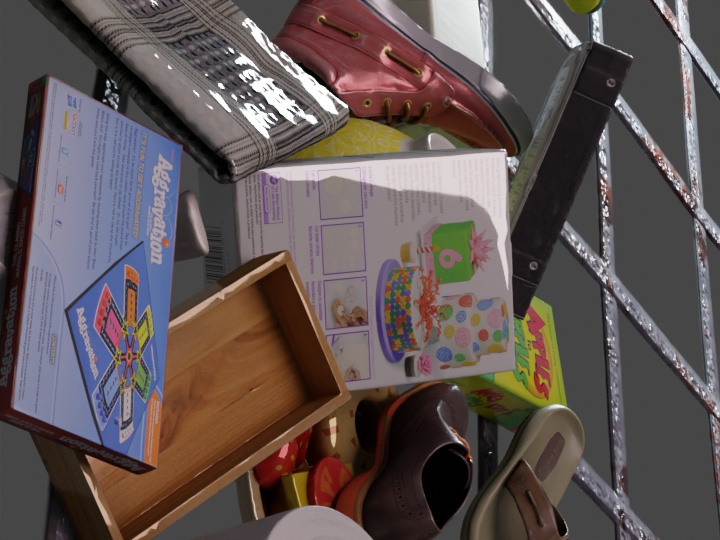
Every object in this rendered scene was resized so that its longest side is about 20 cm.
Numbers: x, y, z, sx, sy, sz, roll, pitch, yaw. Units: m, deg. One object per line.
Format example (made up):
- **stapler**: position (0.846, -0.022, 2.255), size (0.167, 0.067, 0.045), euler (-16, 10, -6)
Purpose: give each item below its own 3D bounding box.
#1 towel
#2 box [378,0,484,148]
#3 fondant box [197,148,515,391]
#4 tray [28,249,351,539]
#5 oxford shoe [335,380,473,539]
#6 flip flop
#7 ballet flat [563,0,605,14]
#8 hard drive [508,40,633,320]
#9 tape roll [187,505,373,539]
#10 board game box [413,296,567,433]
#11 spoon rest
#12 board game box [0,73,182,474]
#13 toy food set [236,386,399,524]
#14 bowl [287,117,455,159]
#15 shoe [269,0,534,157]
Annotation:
- **towel**: position (-0.108, -0.144, 1.364), size (0.200, 0.035, 0.192), euler (43, 25, 7)
- **box**: position (0.045, -0.178, 1.737), size (0.095, 0.077, 0.201), euler (37, 42, -50)
- **fondant box**: position (0.000, 0.000, 1.400), size (0.199, 0.058, 0.145), euler (-5, 96, -28)
- **tray**: position (-0.097, 0.074, 1.263), size (0.200, 0.037, 0.099), euler (-32, 104, -42)
- **oxford shoe**: position (0.048, 0.129, 1.436), size (0.071, 0.072, 0.200), euler (62, 27, -18)
- **flip flop**: position (0.133, 0.183, 1.670), size (0.081, 0.057, 0.200), euler (58, 47, -30)
- **ballet flat**: position (0.200, -0.339, 2.188), size (0.067, 0.067, 0.201), euler (23, 47, -30)
- **hard drive**: position (0.135, -0.067, 1.597), size (0.140, 0.038, 0.201), euler (-95, -153, -86)
- **tape roll**: position (-0.060, 0.240, 1.184), size (0.203, 0.139, 0.204), euler (41, 39, -46)
- **board game box**: position (0.094, 0.054, 1.718), size (0.200, 0.047, 0.102), euler (29, 49, -55)
- **spoon rest**: position (-0.174, -0.013, 1.234), size (0.199, 0.060, 0.100), euler (-5, 77, -50)
- **board game box**: position (-0.146, 0.001, 1.197), size (0.103, 0.019, 0.201), euler (27, 54, -39)
- **toy food set**: position (-0.014, 0.154, 1.436), size (0.200, 0.048, 0.199), euler (-3, 76, -64)
- **bowl**: position (0.028, -0.033, 1.522), size (0.200, 0.107, 0.201), euler (48, 22, -26)
- **shoe**: position (0.026, -0.127, 1.594), size (0.200, 0.071, 0.091), euler (39, 68, -6)
